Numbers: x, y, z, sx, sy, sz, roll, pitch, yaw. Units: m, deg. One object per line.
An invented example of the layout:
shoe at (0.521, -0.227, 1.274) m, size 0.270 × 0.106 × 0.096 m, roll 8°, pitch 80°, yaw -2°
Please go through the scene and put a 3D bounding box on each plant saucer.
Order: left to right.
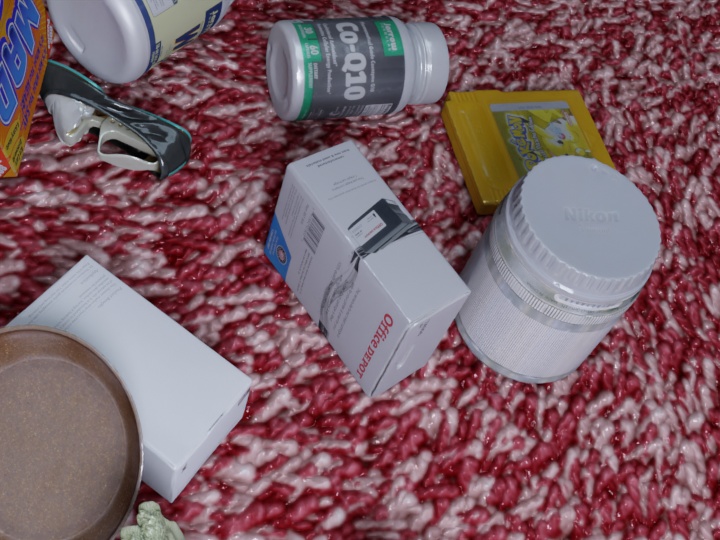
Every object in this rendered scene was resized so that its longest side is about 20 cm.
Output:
plant saucer at (-0.264, 0.146, 0.778) m, size 0.196 × 0.037 × 0.205 m, roll -1°, pitch 86°, yaw 9°

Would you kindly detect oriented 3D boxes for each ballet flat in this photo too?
ballet flat at (-0.276, -0.157, 1.017) m, size 0.197 × 0.068 × 0.069 m, roll 25°, pitch 61°, yaw 2°

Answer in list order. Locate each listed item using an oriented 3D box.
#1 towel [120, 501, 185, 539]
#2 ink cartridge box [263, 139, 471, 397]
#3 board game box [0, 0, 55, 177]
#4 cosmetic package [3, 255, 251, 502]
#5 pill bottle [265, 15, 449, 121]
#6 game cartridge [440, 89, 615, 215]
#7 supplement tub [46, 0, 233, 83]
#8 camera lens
towel at (-0.136, 0.283, 0.699) m, size 0.036 × 0.149 × 0.203 m, roll -10°, pitch 62°, yaw 1°
ink cartridge box at (0.000, 0.000, 0.942) m, size 0.083 × 0.145 × 0.201 m, roll -25°, pitch 67°, yaw -30°
board game box at (-0.430, -0.224, 0.898) m, size 0.196 × 0.201 × 0.203 m, roll -2°, pitch 54°, yaw 3°
cosmetic package at (-0.207, 0.095, 0.855) m, size 0.199 × 0.082 × 0.113 m, roll 38°, pitch 54°, yaw 9°
pill bottle at (-0.003, -0.239, 1.125) m, size 0.197 × 0.114 × 0.114 m, roll -9°, pitch 59°, yaw -22°
game cartridge at (0.210, -0.151, 1.183) m, size 0.196 × 0.033 × 0.179 m, roll -4°, pitch 58°, yaw -21°
supplement tub at (-0.238, -0.320, 1.090) m, size 0.144 × 0.146 × 0.200 m, roll 37°, pitch 54°, yaw 10°
camera lens at (0.190, 0.005, 0.962) m, size 0.157 × 0.201 × 0.162 m, roll 8°, pitch 54°, yaw -11°
